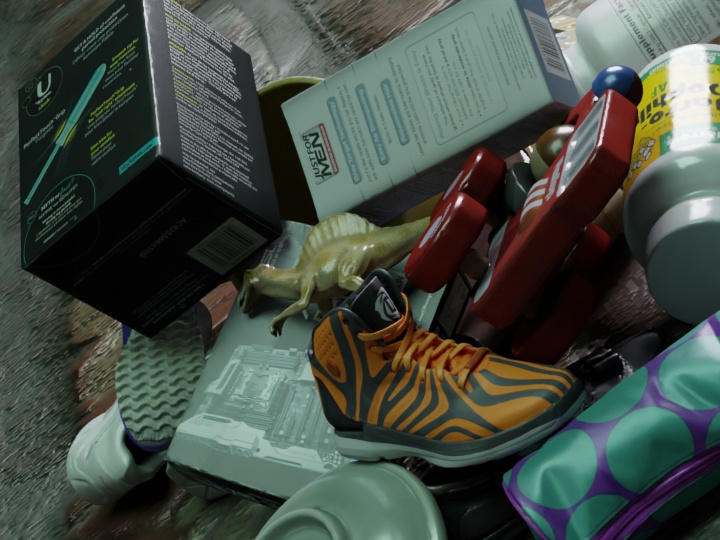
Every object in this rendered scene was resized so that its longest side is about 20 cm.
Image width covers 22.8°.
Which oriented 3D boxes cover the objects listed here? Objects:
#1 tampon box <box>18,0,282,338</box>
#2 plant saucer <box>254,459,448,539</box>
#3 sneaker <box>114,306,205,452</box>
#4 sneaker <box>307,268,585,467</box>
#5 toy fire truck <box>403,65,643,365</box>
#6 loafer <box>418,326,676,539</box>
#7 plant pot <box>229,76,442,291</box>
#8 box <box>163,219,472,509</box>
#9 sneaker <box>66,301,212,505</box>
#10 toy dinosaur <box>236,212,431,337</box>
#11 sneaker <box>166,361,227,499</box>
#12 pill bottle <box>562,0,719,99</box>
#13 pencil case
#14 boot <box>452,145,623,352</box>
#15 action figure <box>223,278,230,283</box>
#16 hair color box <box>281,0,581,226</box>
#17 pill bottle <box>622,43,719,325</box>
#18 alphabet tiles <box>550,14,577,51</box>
[{"bbox_3d":[-0.163,-0.085,1.345,0.150,0.126,0.201,-36,42,25],"label":"tampon box"},{"bbox_3d":[-0.031,0.206,1.110,0.199,0.050,0.201,-30,45,35],"label":"plant saucer"},{"bbox_3d":[-0.152,0.070,1.399,0.069,0.100,0.201,-6,50,-1],"label":"sneaker"},{"bbox_3d":[0.039,0.057,1.105,0.199,0.113,0.078,-9,21,39],"label":"sneaker"},{"bbox_3d":[0.126,-0.047,1.144,0.168,0.112,0.200,-52,5,28],"label":"toy fire truck"},{"bbox_3d":[0.122,0.100,1.135,0.200,0.063,0.072,-41,25,-4],"label":"loafer"},{"bbox_3d":[-0.002,-0.057,1.432,0.199,0.202,0.142,-16,-3,38],"label":"plant pot"},{"bbox_3d":[-0.028,0.073,1.267,0.157,0.050,0.201,15,70,27],"label":"box"},{"bbox_3d":[-0.161,0.106,1.485,0.099,0.078,0.201,-14,45,46],"label":"sneaker"},{"bbox_3d":[0.000,0.000,1.229,0.199,0.058,0.102,-20,57,11],"label":"toy dinosaur"},{"bbox_3d":[-0.065,0.082,1.388,0.199,0.079,0.130,-37,32,28],"label":"sneaker"},{"bbox_3d":[0.228,-0.170,1.374,0.199,0.115,0.115,-33,26,11],"label":"pill bottle"},{"bbox_3d":[0.183,0.098,1.036,0.199,0.085,0.093,-37,29,5],"label":"pencil case"},{"bbox_3d":[0.096,-0.020,1.352,0.166,0.073,0.200,-42,29,-12],"label":"boot"},{"bbox_3d":[-0.092,-0.027,1.541,0.199,0.055,0.118,-8,-32,-44],"label":"action figure"},{"bbox_3d":[0.049,-0.113,1.266,0.199,0.060,0.100,-27,73,26],"label":"hair color box"},{"bbox_3d":[0.230,-0.056,1.190,0.112,0.113,0.201,-26,29,25],"label":"pill bottle"},{"bbox_3d":[0.153,-0.190,1.540,0.166,0.008,0.200,-17,19,-20],"label":"alphabet tiles"}]
